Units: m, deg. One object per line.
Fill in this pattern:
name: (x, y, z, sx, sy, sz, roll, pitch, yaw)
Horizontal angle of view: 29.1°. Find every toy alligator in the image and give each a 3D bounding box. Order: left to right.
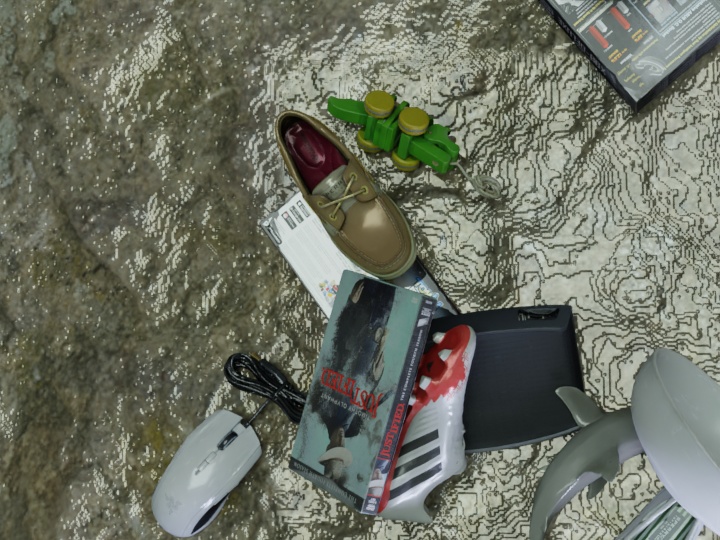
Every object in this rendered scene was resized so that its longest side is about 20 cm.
toy alligator: (0.061, -0.133, 1.370, 0.198, 0.060, 0.054, 28, 49, 14)

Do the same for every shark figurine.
shark figurine: (0.203, 0.198, 1.259, 0.128, 0.089, 0.215, 39, 86, -20)

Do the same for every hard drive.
hard drive: (0.111, 0.109, 1.313, 0.197, 0.042, 0.137, -9, 103, 9)

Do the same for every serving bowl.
serving bowl: (0.303, 0.166, 1.214, 0.066, 0.200, 0.201, -44, 76, 21)

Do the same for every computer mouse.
computer mouse: (-0.138, 0.182, 1.379, 0.109, 0.044, 0.201, 39, 92, 13)

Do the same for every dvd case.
dvd case: (-0.001, 0.108, 1.289, 0.145, 0.022, 0.203, 18, 94, 58)

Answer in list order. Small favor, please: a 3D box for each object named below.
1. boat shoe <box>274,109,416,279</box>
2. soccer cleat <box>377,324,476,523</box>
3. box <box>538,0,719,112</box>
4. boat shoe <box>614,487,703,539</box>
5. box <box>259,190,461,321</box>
boat shoe: (-0.022, -0.075, 1.328, 0.074, 0.066, 0.200, -43, 66, 4)
soccer cleat: (0.070, 0.144, 1.275, 0.084, 0.069, 0.202, 22, 104, -15)
box: (0.291, -0.279, 1.336, 0.200, 0.050, 0.158, -41, 77, 5)
boat shoe: (0.246, 0.277, 1.272, 0.073, 0.067, 0.201, 32, 91, 14)
box: (0.000, 0.000, 1.374, 0.110, 0.035, 0.201, -37, 77, 6)
